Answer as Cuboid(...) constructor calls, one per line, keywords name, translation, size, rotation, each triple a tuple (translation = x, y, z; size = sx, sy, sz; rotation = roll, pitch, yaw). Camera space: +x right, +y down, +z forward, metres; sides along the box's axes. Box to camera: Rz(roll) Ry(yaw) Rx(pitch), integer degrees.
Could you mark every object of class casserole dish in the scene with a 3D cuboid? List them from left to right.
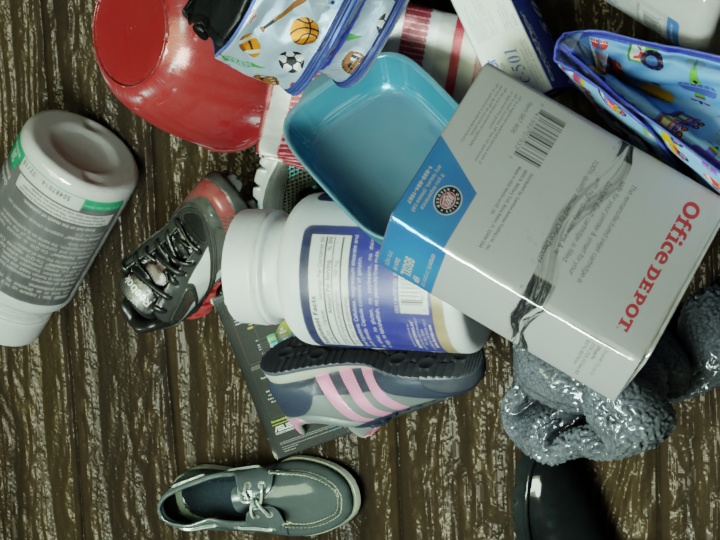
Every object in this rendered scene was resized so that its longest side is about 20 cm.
Cuboid(name="casserole dish", translation=(0.025, -0.085, 1.612), size=(0.200, 0.121, 0.039), rotation=(49, 169, 39))

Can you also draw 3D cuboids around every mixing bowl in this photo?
Cuboid(name="mixing bowl", translation=(-0.148, -0.196, 1.756), size=(0.199, 0.108, 0.202), rotation=(5, 97, 45))

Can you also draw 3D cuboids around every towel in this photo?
Cuboid(name="towel", translation=(0.023, -0.139, 1.685), size=(0.198, 0.023, 0.145), rotation=(13, 97, 9))

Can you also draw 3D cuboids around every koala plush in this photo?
Cuboid(name="koala plush", translation=(0.159, 0.026, 1.602), size=(0.183, 0.177, 0.201), rotation=(-17, 102, 47))

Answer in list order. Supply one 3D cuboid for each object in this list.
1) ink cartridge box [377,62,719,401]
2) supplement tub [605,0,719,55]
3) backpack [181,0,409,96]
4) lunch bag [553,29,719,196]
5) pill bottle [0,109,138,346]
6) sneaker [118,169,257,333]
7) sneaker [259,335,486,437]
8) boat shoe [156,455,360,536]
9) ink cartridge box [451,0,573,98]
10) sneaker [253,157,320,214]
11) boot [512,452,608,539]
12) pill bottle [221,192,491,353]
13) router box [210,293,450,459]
Cuboid(name="ink cartridge box", translation=(0.133, -0.026, 1.491), size=(0.199, 0.145, 0.084), rotation=(31, 156, 6))
Cuboid(name="supplement tub", translation=(0.201, -0.253, 1.526), size=(0.199, 0.132, 0.133), rotation=(37, 120, 20))
Cuboid(name="backpack", translation=(-0.041, -0.217, 1.577), size=(0.153, 0.191, 0.201), rotation=(22, 112, -6))
Cuboid(name="lunch bag", translation=(0.233, -0.111, 1.529), size=(0.199, 0.150, 0.095), rotation=(28, 88, 31))
Cuboid(name="pill bottle", translation=(-0.288, -0.035, 1.917), size=(0.113, 0.113, 0.201), rotation=(43, 121, 16))
Cuboid(name="sneaker", translation=(-0.151, -0.008, 1.813), size=(0.071, 0.098, 0.201), rotation=(51, 144, 13))
Cuboid(name="sneaker", translation=(0.019, 0.094, 1.713), size=(0.199, 0.070, 0.083), rotation=(0, 124, 33))
Cuboid(name="boat shoe", translation=(-0.092, 0.205, 1.883), size=(0.199, 0.062, 0.074), rotation=(-3, 101, 34))
Cuboid(name="ink cartridge box", translation=(0.091, -0.216, 1.583), size=(0.044, 0.094, 0.201), rotation=(-25, 88, 17))
Cuboid(name="sneaker", translation=(-0.019, -0.104, 1.748), size=(0.091, 0.077, 0.201), rotation=(37, 121, 15))
Cuboid(name="boot", translation=(0.208, 0.236, 1.687), size=(0.161, 0.073, 0.200), rotation=(5, 113, 35))
Cuboid(name="pill bottle", translation=(0.000, 0.000, 1.657), size=(0.198, 0.120, 0.121), rotation=(3, 105, 21))
Cuboid(name="router box", translation=(-0.013, 0.056, 1.791), size=(0.199, 0.062, 0.151), rotation=(-21, 91, 36))
